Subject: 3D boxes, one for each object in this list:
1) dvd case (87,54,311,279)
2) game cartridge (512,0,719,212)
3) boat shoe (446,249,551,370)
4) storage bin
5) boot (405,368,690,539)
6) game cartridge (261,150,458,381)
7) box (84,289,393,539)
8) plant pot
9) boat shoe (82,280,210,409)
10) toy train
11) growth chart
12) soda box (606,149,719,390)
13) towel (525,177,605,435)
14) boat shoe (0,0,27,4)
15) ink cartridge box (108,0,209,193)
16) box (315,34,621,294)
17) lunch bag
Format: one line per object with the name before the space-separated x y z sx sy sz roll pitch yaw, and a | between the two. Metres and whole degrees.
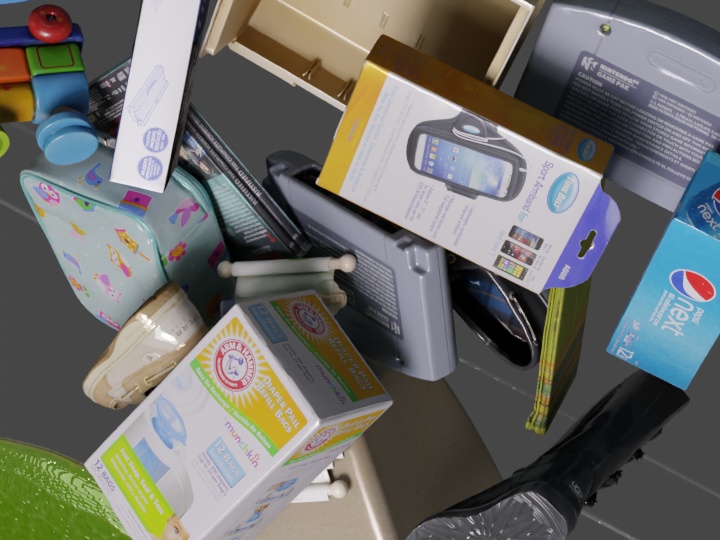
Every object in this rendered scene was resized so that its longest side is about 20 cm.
dvd case | -0.137 -0.077 1.598 0.200 0.022 0.146 50 154 -11
game cartridge | 0.209 -0.112 1.408 0.199 0.041 0.133 28 136 7
boat shoe | 0.073 -0.002 1.544 0.200 0.066 0.070 48 131 -12
storage bin | 0.012 -0.181 1.421 0.199 0.094 0.199 30 133 4
boot | 0.141 0.153 1.536 0.164 0.200 0.066 -25 102 42
game cartridge | 0.000 0.000 1.554 0.200 0.041 0.134 32 144 43
box | -0.090 0.119 1.504 0.200 0.101 0.113 -45 72 29
plant pot | -0.015 0.165 1.647 0.199 0.200 0.178 -5 107 32
boat shoe | -0.161 0.077 1.581 0.069 0.074 0.200 46 154 2
toy train | -0.300 -0.128 1.539 0.199 0.116 0.085 -7 144 -21
growth chart | -0.066 0.085 1.556 0.144 0.018 0.202 4 97 32
soda box | 0.234 0.004 1.424 0.068 0.064 0.200 27 152 7
towel | 0.152 0.022 1.507 0.018 0.086 0.201 16 130 16
boat shoe | -0.241 -0.238 1.524 0.199 0.084 0.069 -4 101 30
ink cartridge box | -0.136 -0.165 1.459 0.044 0.094 0.201 12 106 -2
box | 0.079 -0.066 1.387 0.199 0.042 0.119 25 133 1
lunch bag | -0.183 -0.025 1.626 0.160 0.077 0.201 25 149 31
